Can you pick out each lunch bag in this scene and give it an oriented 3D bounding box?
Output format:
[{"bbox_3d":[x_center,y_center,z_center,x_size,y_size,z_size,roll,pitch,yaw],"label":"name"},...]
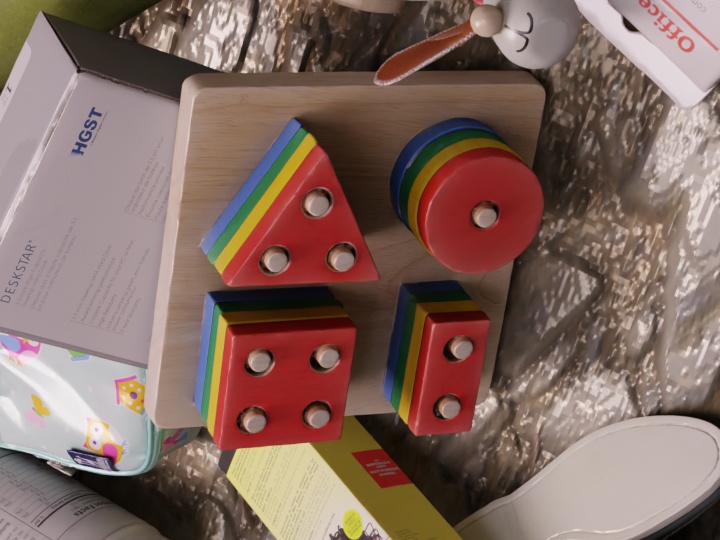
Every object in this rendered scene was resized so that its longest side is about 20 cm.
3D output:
[{"bbox_3d":[-0.175,0.024,1.444,0.160,0.077,0.200,11,114,23],"label":"lunch bag"}]

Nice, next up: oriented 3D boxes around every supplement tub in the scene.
[{"bbox_3d":[-0.222,0.177,1.488,0.200,0.132,0.132,28,120,22],"label":"supplement tub"}]

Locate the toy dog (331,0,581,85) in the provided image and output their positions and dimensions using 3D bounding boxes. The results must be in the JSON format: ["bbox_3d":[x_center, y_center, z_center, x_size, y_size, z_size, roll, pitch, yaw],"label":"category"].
[{"bbox_3d":[0.021,-0.160,1.221,0.200,0.096,0.132,9,102,58],"label":"toy dog"}]

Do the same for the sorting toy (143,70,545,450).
[{"bbox_3d":[0.000,0.000,1.275,0.070,0.200,0.199,-129,42,-54],"label":"sorting toy"}]

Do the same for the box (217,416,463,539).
[{"bbox_3d":[-0.002,0.145,1.373,0.200,0.050,0.075,47,128,36],"label":"box"}]

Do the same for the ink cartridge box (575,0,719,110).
[{"bbox_3d":[0.176,-0.172,1.190,0.116,0.067,0.200,44,123,6],"label":"ink cartridge box"}]

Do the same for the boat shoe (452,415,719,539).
[{"bbox_3d":[0.131,0.143,1.358,0.200,0.073,0.062,-31,137,26],"label":"boat shoe"}]

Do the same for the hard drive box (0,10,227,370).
[{"bbox_3d":[-0.106,-0.031,1.303,0.156,0.200,0.077,-61,34,18],"label":"hard drive box"}]

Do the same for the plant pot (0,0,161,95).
[{"bbox_3d":[-0.181,-0.191,1.316,0.190,0.200,0.200,-19,101,18],"label":"plant pot"}]
